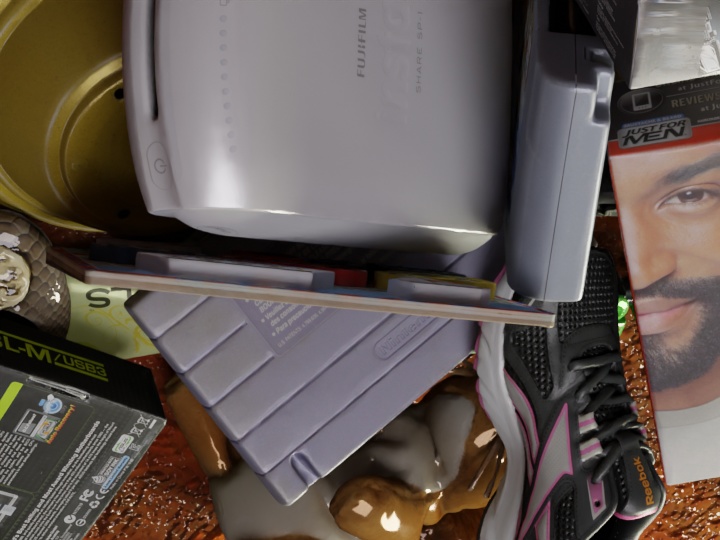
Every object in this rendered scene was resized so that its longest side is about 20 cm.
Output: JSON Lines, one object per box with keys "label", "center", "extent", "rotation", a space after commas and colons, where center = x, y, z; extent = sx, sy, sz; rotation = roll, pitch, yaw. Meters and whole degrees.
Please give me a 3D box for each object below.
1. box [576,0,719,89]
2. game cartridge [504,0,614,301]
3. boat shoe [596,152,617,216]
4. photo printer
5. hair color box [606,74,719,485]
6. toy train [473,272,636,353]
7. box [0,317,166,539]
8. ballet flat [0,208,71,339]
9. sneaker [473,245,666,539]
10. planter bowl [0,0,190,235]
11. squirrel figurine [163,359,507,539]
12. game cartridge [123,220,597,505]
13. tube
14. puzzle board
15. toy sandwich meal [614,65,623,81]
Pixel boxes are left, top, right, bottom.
{"label": "box", "center": [0.154, -0.165, 1.047], "extent": [0.157, 0.200, 0.050], "rotation": [-10, 133, -12]}
{"label": "game cartridge", "center": [0.087, -0.085, 1.094], "extent": [0.041, 0.200, 0.133], "rotation": [8, 129, -3]}
{"label": "boat shoe", "center": [0.145, -0.057, 1.227], "extent": [0.199, 0.068, 0.072], "rotation": [-14, 134, -9]}
{"label": "photo printer", "center": [-0.019, -0.094, 1.043], "extent": [0.200, 0.069, 0.167], "rotation": [5, 85, -48]}
{"label": "hair color box", "center": [0.179, 0.001, 1.128], "extent": [0.111, 0.064, 0.200], "rotation": [-10, 126, 8]}
{"label": "toy train", "center": [0.114, 0.021, 1.298], "extent": [0.199, 0.042, 0.056], "rotation": [-3, 142, -18]}
{"label": "box", "center": [-0.223, 0.102, 1.158], "extent": [0.193, 0.048, 0.200], "rotation": [21, 118, -30]}
{"label": "ballet flat", "center": [-0.180, 0.053, 1.186], "extent": [0.067, 0.046, 0.200], "rotation": [12, 132, -2]}
{"label": "sneaker", "center": [0.111, 0.083, 1.167], "extent": [0.080, 0.086, 0.201], "rotation": [-16, 113, -36]}
{"label": "planter bowl", "center": [-0.098, -0.077, 1.100], "extent": [0.200, 0.084, 0.201], "rotation": [-11, 132, -12]}
{"label": "squirrel figurine", "center": [0.025, 0.112, 1.280], "extent": [0.186, 0.142, 0.200], "rotation": [-24, 150, 3]}
{"label": "game cartridge", "center": [0.000, 0.000, 1.173], "extent": [0.200, 0.038, 0.130], "rotation": [-39, 97, -9]}
{"label": "tube", "center": [-0.086, 0.014, 1.208], "extent": [0.199, 0.052, 0.058], "rotation": [-8, 90, -6]}
{"label": "puzzle board", "center": [-0.031, 0.003, 1.072], "extent": [0.199, 0.151, 0.017], "rotation": [5, 92, -14]}
{"label": "toy sandwich meal", "center": [0.194, -0.113, 1.167], "extent": [0.205, 0.070, 0.206], "rotation": [-1, 96, -13]}
